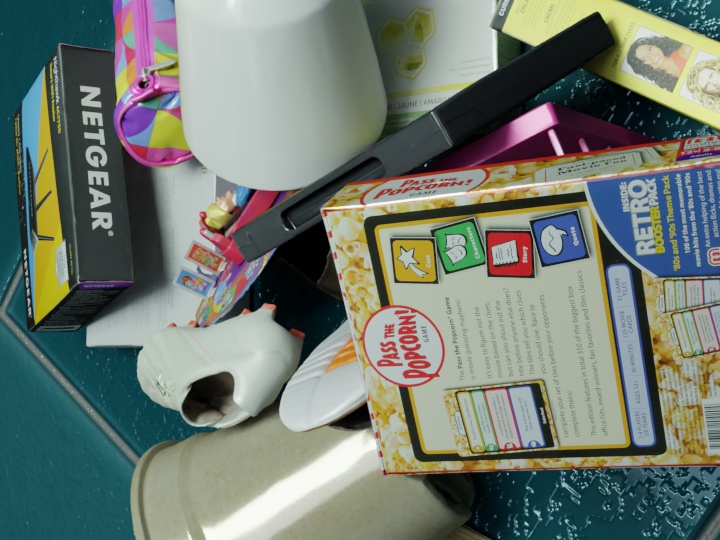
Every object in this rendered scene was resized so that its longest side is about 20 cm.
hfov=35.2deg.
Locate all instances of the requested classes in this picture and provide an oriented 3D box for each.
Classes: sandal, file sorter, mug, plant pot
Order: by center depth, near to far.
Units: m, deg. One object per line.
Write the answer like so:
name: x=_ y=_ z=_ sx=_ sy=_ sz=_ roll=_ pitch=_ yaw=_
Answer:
file sorter: x=0.115 y=-0.004 z=0.695 sx=0.138 sy=0.199 sz=0.127 roll=-26 pitch=77 yaw=28
sandal: x=0.024 y=0.050 z=0.717 sx=0.079 sy=0.207 sz=0.060 roll=-16 pitch=110 yaw=33
mug: x=-0.075 y=-0.165 z=0.764 sx=0.185 sy=0.154 sz=0.150 roll=19 pitch=58 yaw=17
plant pot: x=-0.027 y=0.161 z=0.801 sx=0.183 sy=0.200 sz=0.202 roll=-36 pitch=68 yaw=14

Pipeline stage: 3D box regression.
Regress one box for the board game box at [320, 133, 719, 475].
board game box: x=0.092 y=0.023 z=0.560 sx=0.198 sy=0.046 sz=0.153 roll=-5 pitch=109 yaw=22

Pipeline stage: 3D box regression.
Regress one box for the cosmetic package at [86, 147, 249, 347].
cosmetic package: x=-0.165 y=-0.035 z=0.972 sx=0.150 sy=0.051 sz=0.203 roll=-3 pitch=85 yaw=36

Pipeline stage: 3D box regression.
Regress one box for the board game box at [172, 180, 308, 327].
board game box: x=-0.085 y=-0.056 z=0.849 sx=0.158 sy=0.039 sz=0.201 roll=-36 pitch=29 yaw=53

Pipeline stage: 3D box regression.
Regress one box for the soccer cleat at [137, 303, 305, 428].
soccer cleat: x=-0.114 y=0.076 z=0.796 sx=0.199 sy=0.069 sz=0.078 roll=-20 pitch=34 yaw=52

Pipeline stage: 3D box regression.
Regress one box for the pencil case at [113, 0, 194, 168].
pencil case: x=-0.161 y=-0.175 z=0.918 sx=0.088 sy=0.088 sz=0.201 roll=-40 pitch=42 yaw=25

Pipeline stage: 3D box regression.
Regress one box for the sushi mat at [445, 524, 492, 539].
sushi mat: x=0.115 y=0.252 z=0.788 sx=0.199 sy=0.012 sz=0.097 roll=23 pitch=101 yaw=33

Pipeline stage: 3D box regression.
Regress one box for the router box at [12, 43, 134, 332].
router box: x=-0.244 y=-0.064 z=0.948 sx=0.149 sy=0.051 sz=0.202 roll=-31 pitch=64 yaw=54

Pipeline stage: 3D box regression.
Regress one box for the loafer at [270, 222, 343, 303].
loafer: x=0.000 y=0.000 z=0.846 sx=0.198 sy=0.071 sz=0.074 roll=14 pitch=95 yaw=34

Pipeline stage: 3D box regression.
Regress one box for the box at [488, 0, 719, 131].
box: x=0.185 y=-0.138 z=0.731 sx=0.199 sy=0.075 sz=0.051 roll=31 pitch=106 yaw=30

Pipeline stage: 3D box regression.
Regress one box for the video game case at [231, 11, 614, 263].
video game case: x=0.040 y=-0.081 z=0.689 sx=0.180 sy=0.200 sz=0.026 roll=-26 pitch=97 yaw=44

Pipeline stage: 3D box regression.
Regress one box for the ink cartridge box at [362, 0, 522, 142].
ink cartridge box: x=0.048 y=-0.199 z=0.842 sx=0.144 sy=0.048 sz=0.203 roll=-2 pitch=89 yaw=34
